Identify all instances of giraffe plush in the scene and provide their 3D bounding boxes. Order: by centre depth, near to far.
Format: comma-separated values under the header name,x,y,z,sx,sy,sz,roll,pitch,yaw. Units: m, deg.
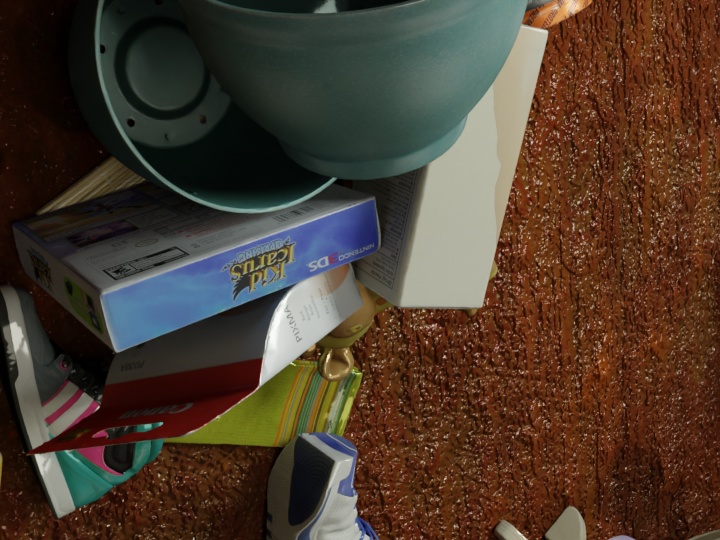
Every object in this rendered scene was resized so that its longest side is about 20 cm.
name,x,y,z,sx,sy,sz,roll,pitch,yaw
giraffe plush,0.000,0.000,0.840,0.162,0.173,0.200,-33,157,-12

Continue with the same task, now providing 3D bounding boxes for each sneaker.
name,x,y,z,sx,sy,sz,roll,pitch,yaw
sneaker,-0.202,0.086,0.737,0.121,0.084,0.200,-21,124,-24
sneaker,-0.028,0.244,0.933,0.115,0.081,0.200,-1,112,-40

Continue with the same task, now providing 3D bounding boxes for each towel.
name,x,y,z,sx,sy,sz,roll,pitch,yaw
towel,-0.089,0.120,0.878,0.200,0.018,0.086,10,98,-38

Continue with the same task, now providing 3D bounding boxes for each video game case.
name,x,y,z,sx,sy,sz,roll,pitch,yaw
video game case,-0.118,-0.023,0.686,0.200,0.181,0.046,-21,117,-29

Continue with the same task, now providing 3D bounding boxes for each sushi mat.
name,x,y,z,sx,sy,sz,roll,pitch,yaw
sushi mat,-0.152,-0.068,0.772,0.200,0.012,0.096,-42,126,-18

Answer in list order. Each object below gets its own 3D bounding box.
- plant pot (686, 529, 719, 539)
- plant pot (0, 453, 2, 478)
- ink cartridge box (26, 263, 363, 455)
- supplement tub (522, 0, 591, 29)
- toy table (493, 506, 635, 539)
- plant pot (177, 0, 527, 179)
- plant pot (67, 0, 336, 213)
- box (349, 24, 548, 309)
name,x,y,z,sx,sy,sz,roll,pitch,yaw
plant pot,0.506,0.430,1.334,0.200,0.200,0.135,-10,75,-34
plant pot,-0.324,0.195,0.629,0.201,0.201,0.189,23,74,-39
ink cartridge box,-0.115,0.053,0.665,0.200,0.162,0.050,-32,105,-52
supplement tub,0.097,-0.279,0.740,0.122,0.122,0.200,-33,107,-24
toy table,0.230,0.374,1.135,0.200,0.117,0.184,-35,122,-24
plant pot,0.001,-0.138,0.551,0.200,0.200,0.134,-34,140,-23
plant pot,-0.109,-0.145,0.673,0.200,0.161,0.201,-5,100,-32
box,0.053,-0.081,0.686,0.078,0.095,0.200,2,109,-32
